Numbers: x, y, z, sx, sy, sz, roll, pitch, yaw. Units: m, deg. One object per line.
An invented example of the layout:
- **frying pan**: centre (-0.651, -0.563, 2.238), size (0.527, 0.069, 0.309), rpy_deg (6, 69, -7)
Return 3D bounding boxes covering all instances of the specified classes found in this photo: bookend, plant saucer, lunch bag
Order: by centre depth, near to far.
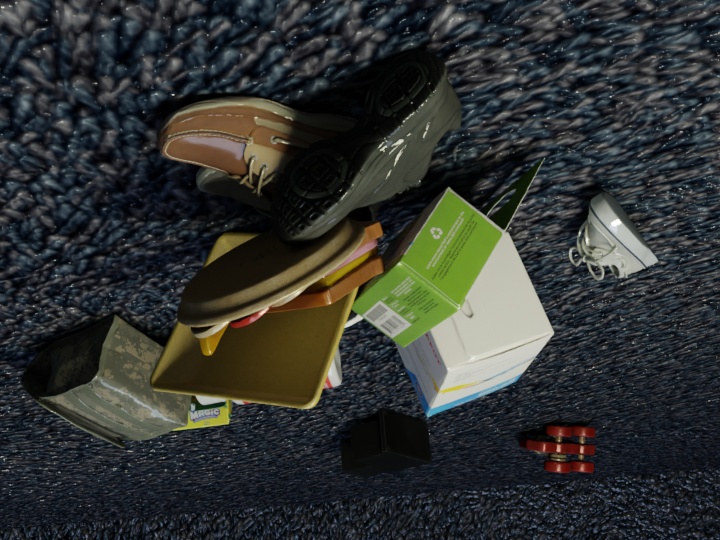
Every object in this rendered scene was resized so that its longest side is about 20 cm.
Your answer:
- **plant saucer**: centre (-0.093, 0.054, 0.892), size (0.198, 0.201, 0.049), rpy_deg (2, 145, 28)
- **lunch bag**: centre (-0.358, 0.168, 1.214), size (0.199, 0.119, 0.164), rpy_deg (-21, 135, 32)
- **bookend**: centre (0.023, 0.384, 1.904), size (0.198, 0.093, 0.198), rpy_deg (-19, 153, 29)

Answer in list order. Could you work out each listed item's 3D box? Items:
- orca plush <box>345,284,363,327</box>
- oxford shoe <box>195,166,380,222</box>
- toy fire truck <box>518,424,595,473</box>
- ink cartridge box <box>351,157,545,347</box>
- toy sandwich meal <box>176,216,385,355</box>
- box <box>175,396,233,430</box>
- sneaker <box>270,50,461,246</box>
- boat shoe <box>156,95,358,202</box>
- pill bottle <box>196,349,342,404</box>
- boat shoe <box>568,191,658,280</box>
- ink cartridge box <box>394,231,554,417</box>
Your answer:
- **orca plush**: centre (0.000, 0.000, 0.998), size (0.104, 0.072, 0.199), rpy_deg (21, -157, 24)
- **oxford shoe**: centre (-0.063, -0.074, 0.854), size (0.198, 0.058, 0.075), rpy_deg (7, 155, -28)
- **toy fire truck**: centre (0.493, 0.447, 2.201), size (0.198, 0.114, 0.167), rpy_deg (8, 171, -31)
- **ink cartridge box**: centre (0.087, -0.036, 0.888), size (0.075, 0.201, 0.148), rpy_deg (35, 153, -5)
- **toy sandwich meal**: centre (-0.070, 0.013, 0.782), size (0.203, 0.071, 0.205), rpy_deg (-22, -163, 7)
- **box**: centre (-0.260, 0.210, 1.363), size (0.116, 0.049, 0.200), rpy_deg (-5, -178, -5)
- **sneaker**: centre (0.010, -0.086, 0.732), size (0.200, 0.076, 0.091), rpy_deg (-41, 143, 9)
- **boat shoe**: centre (-0.078, -0.101, 0.763), size (0.198, 0.073, 0.076), rpy_deg (1, 156, -21)
- **pill bottle**: centre (-0.132, 0.122, 1.206), size (0.198, 0.115, 0.114), rpy_deg (-12, 157, 3)
- **boat shoe**: centre (0.292, -0.029, 1.041), size (0.086, 0.075, 0.201), rpy_deg (-35, 155, 17)
- **ink cartridge box**: centre (0.133, 0.072, 1.107), size (0.143, 0.148, 0.200), rpy_deg (-18, 159, -11)
